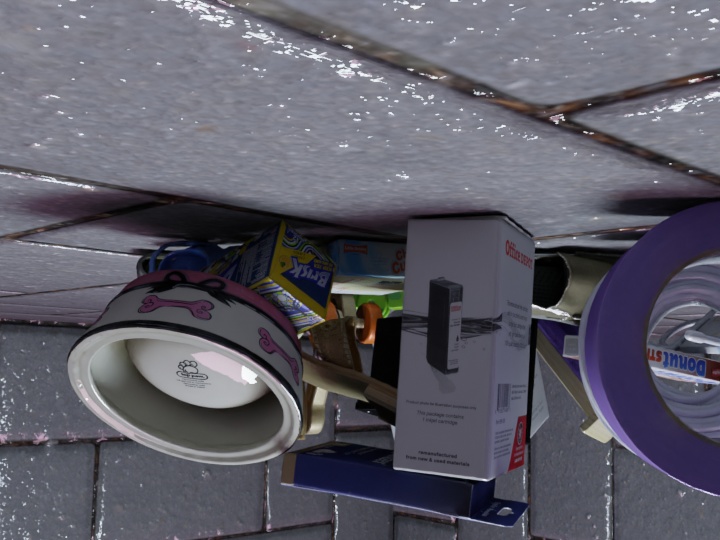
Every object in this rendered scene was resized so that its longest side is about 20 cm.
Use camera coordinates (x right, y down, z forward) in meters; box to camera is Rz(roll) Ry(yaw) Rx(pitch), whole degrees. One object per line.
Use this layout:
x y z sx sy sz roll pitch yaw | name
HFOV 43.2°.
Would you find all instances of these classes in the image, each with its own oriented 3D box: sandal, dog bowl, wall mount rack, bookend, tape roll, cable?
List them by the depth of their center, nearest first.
0.264 0.056 0.652 0.196 0.204 0.085 0 174 8 | tape roll
-0.136 0.080 0.758 0.196 0.075 0.202 8 140 7 | dog bowl
0.283 0.070 0.773 0.197 0.203 0.069 -22 161 18 | cable
-0.013 0.080 0.869 0.209 0.070 0.078 24 160 25 | sandal
-0.125 0.007 0.875 0.196 0.081 0.087 -3 169 23 | sandal
0.356 0.053 0.932 0.172 0.075 0.199 -32 -171 -25 | wall mount rack
0.101 0.069 0.968 0.091 0.204 0.197 -7 158 40 | bookend

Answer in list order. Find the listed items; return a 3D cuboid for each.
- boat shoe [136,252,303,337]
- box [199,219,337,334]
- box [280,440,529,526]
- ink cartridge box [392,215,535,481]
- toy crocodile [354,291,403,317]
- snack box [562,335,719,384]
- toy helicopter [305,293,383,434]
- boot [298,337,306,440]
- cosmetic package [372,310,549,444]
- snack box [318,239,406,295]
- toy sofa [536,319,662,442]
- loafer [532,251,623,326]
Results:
-0.154 0.031 0.993 0.197 0.073 0.066 19 169 1 | boat shoe
-0.114 0.035 0.807 0.198 0.065 0.070 -27 128 39 | box
0.044 0.181 0.787 0.196 0.033 0.121 7 177 18 | box
0.092 0.064 0.769 0.082 0.204 0.144 3 175 22 | ink cartridge box
0.056 0.028 1.132 0.196 0.063 0.067 -4 174 7 | toy crocodile
0.301 0.093 0.943 0.198 0.025 0.071 14 170 -37 | snack box
-0.049 0.103 1.102 0.078 0.203 0.132 3 -157 -27 | toy helicopter
-0.145 0.093 1.062 0.172 0.204 0.066 -1 173 19 | boot
0.137 0.139 1.229 0.163 0.204 0.164 -4 -165 36 | cosmetic package
0.000 0.000 0.945 0.114 0.038 0.200 3 174 -19 | snack box
0.246 0.088 1.042 0.097 0.201 0.083 -43 145 13 | toy sofa
0.211 0.020 0.902 0.196 0.077 0.070 -2 174 6 | loafer
